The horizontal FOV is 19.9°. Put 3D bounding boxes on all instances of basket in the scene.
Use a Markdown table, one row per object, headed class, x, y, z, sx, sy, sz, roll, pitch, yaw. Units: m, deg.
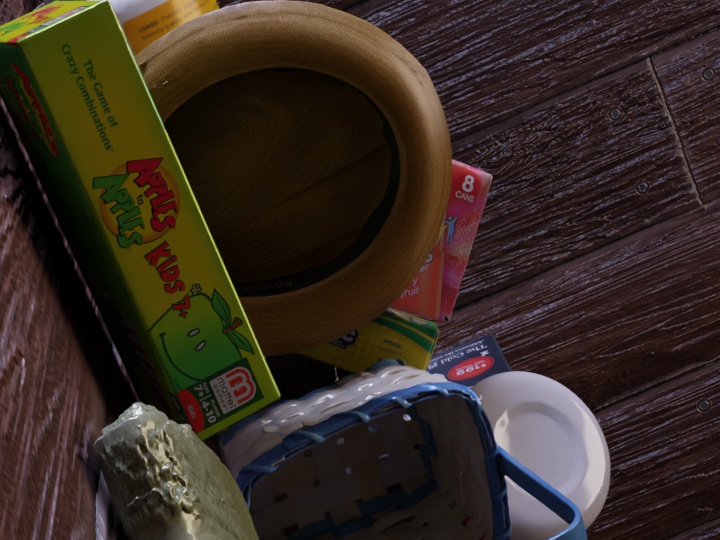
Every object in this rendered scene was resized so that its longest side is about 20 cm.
| class | x | y | z | sx | sy | sz | roll | pitch | yaw |
| --- | --- | --- | --- | --- | --- | --- | --- | --- | --- |
| basket | 0.014 | 0.139 | 1.145 | 0.200 | 0.175 | 0.140 | -137 | -152 | -67 |

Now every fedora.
| class | x | y | z | sx | sy | sz | roll | pitch | yaw |
| --- | --- | --- | --- | --- | --- | --- | --- | --- | --- |
| fedora | -0.051 | -0.054 | 1.092 | 0.082 | 0.199 | 0.202 | -109 | 176 | -72 |

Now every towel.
| class | x | y | z | sx | sy | sz | roll | pitch | yaw |
| --- | --- | --- | --- | --- | --- | --- | --- | --- | --- |
| towel | -0.064 | 0.143 | 0.905 | 0.200 | 0.036 | 0.149 | 67 | 2 | -74 |

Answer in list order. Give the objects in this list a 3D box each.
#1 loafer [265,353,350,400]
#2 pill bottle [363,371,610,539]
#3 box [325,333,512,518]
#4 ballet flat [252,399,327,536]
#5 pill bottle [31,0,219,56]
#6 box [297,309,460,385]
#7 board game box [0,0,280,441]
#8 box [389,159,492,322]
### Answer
| class | x | y | z | sx | sy | sz | roll | pitch | yaw |
| --- | --- | --- | --- | --- | --- | --- | --- | --- | --- |
| loafer | 0.000 | 0.000 | 1.407 | 0.073 | 0.071 | 0.202 | 15 | 91 | -54 |
| pill bottle | 0.072 | 0.149 | 1.331 | 0.113 | 0.112 | 0.200 | 68 | -29 | 15 |
| box | 0.045 | 0.156 | 1.613 | 0.182 | 0.199 | 0.105 | -112 | 180 | -71 |
| ballet flat | -0.045 | 0.128 | 1.387 | 0.200 | 0.063 | 0.069 | -110 | 177 | -73 |
| pill bottle | -0.120 | -0.106 | 1.163 | 0.109 | 0.109 | 0.201 | -109 | 177 | -72 |
| box | -0.026 | 0.032 | 1.292 | 0.117 | 0.199 | 0.049 | -59 | 170 | -89 |
| board game box | -0.111 | -0.026 | 0.970 | 0.201 | 0.047 | 0.101 | 67 | -17 | -15 |
| box | -0.013 | -0.038 | 1.265 | 0.200 | 0.102 | 0.095 | 21 | -88 | 68 |
